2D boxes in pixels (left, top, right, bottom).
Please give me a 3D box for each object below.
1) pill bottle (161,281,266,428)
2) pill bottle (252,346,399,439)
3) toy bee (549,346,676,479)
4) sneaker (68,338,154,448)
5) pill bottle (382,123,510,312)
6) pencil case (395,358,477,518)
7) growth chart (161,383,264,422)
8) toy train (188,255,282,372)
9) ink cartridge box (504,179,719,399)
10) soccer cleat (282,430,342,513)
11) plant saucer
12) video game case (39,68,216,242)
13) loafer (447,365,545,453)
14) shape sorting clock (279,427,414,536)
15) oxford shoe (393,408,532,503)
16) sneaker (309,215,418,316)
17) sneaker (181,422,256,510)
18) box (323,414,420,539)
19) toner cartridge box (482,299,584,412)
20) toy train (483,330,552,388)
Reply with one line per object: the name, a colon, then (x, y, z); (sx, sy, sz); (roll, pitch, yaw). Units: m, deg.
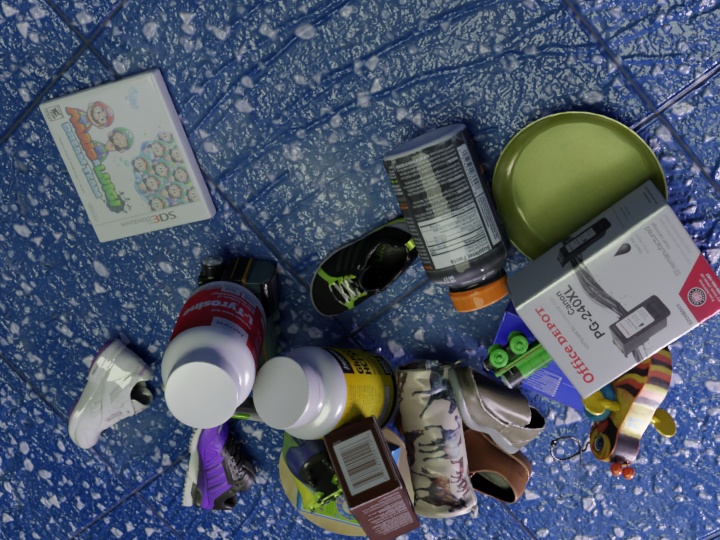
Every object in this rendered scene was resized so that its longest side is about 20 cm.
pill bottle: (-0.176, 0.101, 1.358); (0.110, 0.201, 0.114); (0, 113, 1)
pill bottle: (-0.042, 0.152, 1.414); (0.111, 0.199, 0.114); (-4, 83, 31)
toy bee: (0.308, 0.183, 1.317); (0.129, 0.109, 0.202); (-1, 125, -11)
sneaker: (-0.360, 0.196, 1.639); (0.099, 0.075, 0.201); (31, 123, 3)
pill bottle: (0.107, -0.056, 1.301); (0.105, 0.106, 0.202); (-16, 103, 26)
pencil case: (0.099, 0.212, 1.434); (0.088, 0.078, 0.203); (-10, 84, 26)
growth chart: (-0.171, 0.172, 1.474); (0.143, 0.199, 0.018); (14, 88, -31)
toy train: (-0.160, 0.073, 1.500); (0.112, 0.086, 0.203); (1, 118, 9)
ink cartridge box: (0.280, 0.024, 1.247); (0.199, 0.084, 0.146); (-36, 109, 14)
soccer cleat: (-0.065, 0.260, 1.502); (0.084, 0.064, 0.201); (52, 165, 25)
plant saucer: (0.249, -0.090, 1.291); (0.197, 0.031, 0.203); (9, 121, 15)
video game case: (-0.300, -0.144, 1.462); (0.180, 0.024, 0.202); (-10, 113, 24)
loafer: (0.170, 0.162, 1.401); (0.069, 0.076, 0.200); (-28, 144, 18)
shape sorting clock: (-0.017, 0.284, 1.585); (0.197, 0.039, 0.203); (6, 115, 13)
oxford shoe: (0.130, 0.240, 1.491); (0.198, 0.071, 0.072); (26, 125, 7)
sneaker: (0.000, 0.000, 1.398); (0.072, 0.083, 0.199); (46, 122, -8)
sneaker: (-0.194, 0.269, 1.630); (0.098, 0.070, 0.202); (16, 126, 3)
box: (0.017, 0.268, 1.426); (0.074, 0.101, 0.201); (-22, 153, -3)
toner cartridge box: (0.258, 0.114, 1.391); (0.198, 0.043, 0.096); (23, 123, 7)
toy train: (0.236, 0.070, 1.335); (0.199, 0.042, 0.057); (-35, 96, 6)
